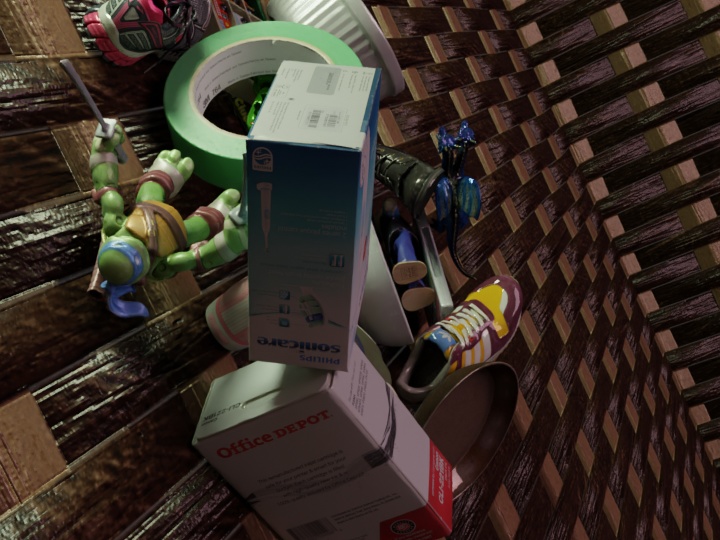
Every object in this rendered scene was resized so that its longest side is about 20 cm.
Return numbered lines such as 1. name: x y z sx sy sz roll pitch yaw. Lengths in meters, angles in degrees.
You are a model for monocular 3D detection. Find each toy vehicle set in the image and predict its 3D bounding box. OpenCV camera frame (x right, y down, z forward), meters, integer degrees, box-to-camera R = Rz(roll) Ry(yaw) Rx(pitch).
1. toy vehicle set: -0.139 -0.273 1.131 0.124 0.026 0.201 17 45 -54

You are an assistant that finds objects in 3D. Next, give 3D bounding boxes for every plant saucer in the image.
1. plant saucer: 0.109 0.187 1.134 0.034 0.201 0.200 33 2 36

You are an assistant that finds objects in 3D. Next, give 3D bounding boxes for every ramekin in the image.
1. ramekin: -0.039 -0.288 1.242 0.203 0.094 0.202 54 -2 3

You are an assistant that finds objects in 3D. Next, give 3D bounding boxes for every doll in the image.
1. doll: 0.052 -0.033 1.272 0.200 0.048 0.137 -106 177 -62

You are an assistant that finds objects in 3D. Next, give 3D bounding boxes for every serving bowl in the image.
1. serving bowl: 0.000 0.000 1.138 0.200 0.066 0.201 -19 90 -87

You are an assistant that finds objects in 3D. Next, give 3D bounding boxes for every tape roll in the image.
1. tape roll: -0.092 -0.165 0.967 0.048 0.199 0.201 87 0 -52

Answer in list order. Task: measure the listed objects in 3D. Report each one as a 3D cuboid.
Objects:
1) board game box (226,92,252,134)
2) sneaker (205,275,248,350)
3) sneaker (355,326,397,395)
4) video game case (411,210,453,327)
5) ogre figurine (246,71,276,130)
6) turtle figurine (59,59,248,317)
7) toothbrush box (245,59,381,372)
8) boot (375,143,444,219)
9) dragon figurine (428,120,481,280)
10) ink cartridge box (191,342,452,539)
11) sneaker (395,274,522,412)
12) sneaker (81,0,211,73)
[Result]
1. board game box: -0.103 -0.166 1.164 0.201 0.023 0.105 63 21 -7
2. sneaker: -0.065 0.013 0.970 0.075 0.104 0.200 55 24 1
3. sneaker: -0.033 0.086 1.034 0.200 0.067 0.090 36 30 -49
4. video game case: 0.096 0.027 1.293 0.200 0.017 0.143 -102 -176 -47
5. ogre figurine: -0.078 -0.108 1.031 0.200 0.098 0.120 53 -14 33
6. turtle figurine: -0.145 -0.069 0.802 0.194 0.143 0.201 -71 165 -76
7. toothbrush box: -0.036 -0.044 0.776 0.147 0.085 0.201 -78 174 -56
8. boot: 0.007 -0.139 1.213 0.174 0.069 0.200 27 8 -10
9. dragon figurine: 0.122 -0.089 1.266 0.099 0.059 0.201 122 -35 -82
10. ink cartridge box: -0.028 0.163 0.863 0.200 0.144 0.084 53 25 -29
11. sneaker: 0.119 0.080 1.145 0.075 0.200 0.090 32 -9 28
12. sneaker: -0.194 -0.254 0.984 0.081 0.074 0.200 60 23 -13
